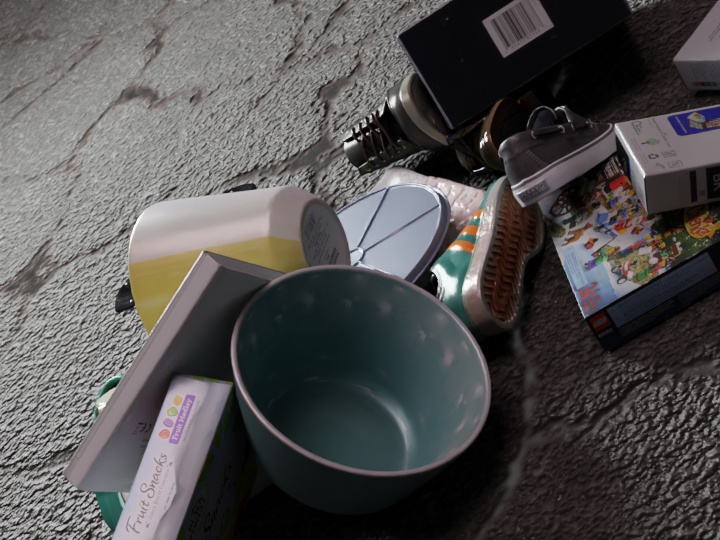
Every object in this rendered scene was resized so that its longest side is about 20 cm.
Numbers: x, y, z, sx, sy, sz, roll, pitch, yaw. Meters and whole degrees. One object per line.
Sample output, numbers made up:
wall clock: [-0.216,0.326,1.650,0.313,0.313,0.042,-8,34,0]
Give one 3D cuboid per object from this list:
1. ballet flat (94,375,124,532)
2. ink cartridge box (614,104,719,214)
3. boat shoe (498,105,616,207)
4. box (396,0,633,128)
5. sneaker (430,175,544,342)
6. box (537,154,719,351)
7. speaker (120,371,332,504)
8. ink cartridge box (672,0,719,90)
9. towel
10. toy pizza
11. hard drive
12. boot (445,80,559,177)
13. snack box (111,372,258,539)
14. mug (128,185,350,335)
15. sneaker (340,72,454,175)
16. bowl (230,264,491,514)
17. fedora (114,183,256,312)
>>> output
ballet flat: [-0.218,0.160,1.622,0.067,0.071,0.201,-31,28,10]
ink cartridge box: [0.305,-0.098,1.403,0.198,0.040,0.100,-11,29,0]
boat shoe: [0.165,-0.107,1.524,0.070,0.067,0.200,-30,1,32]
box: [0.146,-0.234,1.718,0.199,0.105,0.182,-32,4,8]
sneaker: [0.098,-0.009,1.517,0.079,0.072,0.201,-24,24,31]
box: [0.224,-0.032,1.439,0.136,0.038,0.201,-31,27,10]
speaker: [-0.098,0.147,1.493,0.199,0.081,0.081,-34,27,6]
ink cartridge box: [0.397,-0.232,1.551,0.199,0.043,0.197,8,50,50]
towel: [0.018,-0.014,1.664,0.200,0.032,0.191,-44,28,-12]
toy pizza: [0.000,0.000,1.594,0.199,0.032,0.201,-29,29,18]
hard drive: [-0.134,0.083,1.385,0.026,0.132,0.201,37,99,26]
boot: [0.121,-0.106,1.625,0.097,0.075,0.200,-34,2,24]
snack box: [-0.137,0.198,1.342,0.052,0.143,0.202,10,59,14]
mug: [-0.089,0.015,1.527,0.152,0.189,0.149,-15,-11,27]
sneaker: [0.030,-0.130,1.736,0.106,0.075,0.200,-29,-2,8]
bowl: [-0.009,0.105,1.369,0.202,0.199,0.106,-67,-4,-46]
fedora: [-0.147,0.004,1.746,0.200,0.092,0.201,-40,11,9]
